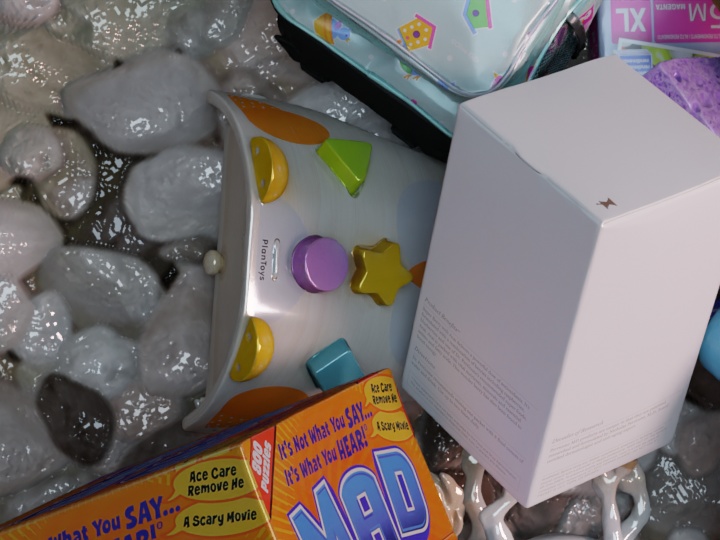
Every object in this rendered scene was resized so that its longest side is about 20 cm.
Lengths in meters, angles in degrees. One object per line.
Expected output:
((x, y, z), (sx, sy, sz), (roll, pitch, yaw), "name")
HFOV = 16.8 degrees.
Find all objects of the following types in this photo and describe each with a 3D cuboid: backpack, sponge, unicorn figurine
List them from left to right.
((0.061, -0.185, 1.402), (0.175, 0.153, 0.201), (35, 79, 6), "backpack")
((0.128, 0.173, 1.438), (0.198, 0.074, 0.139), (7, 96, 9), "unicorn figurine")
((0.239, -0.035, 1.374), (0.030, 0.111, 0.201), (-41, 76, 26), "sponge")

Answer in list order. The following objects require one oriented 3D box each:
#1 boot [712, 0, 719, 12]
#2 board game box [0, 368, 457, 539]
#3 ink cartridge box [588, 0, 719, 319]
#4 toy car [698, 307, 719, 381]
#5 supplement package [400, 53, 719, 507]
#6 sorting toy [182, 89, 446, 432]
((0.301, -0.143, 1.371), (0.200, 0.074, 0.155), (48, 51, -1), "boot")
((-0.068, 0.194, 1.311), (0.199, 0.200, 0.201), (-22, 90, 24), "board game box")
((0.200, -0.071, 1.466), (0.118, 0.042, 0.202), (-1, 89, -5), "ink cartridge box")
((0.260, 0.141, 1.404), (0.184, 0.176, 0.201), (42, 111, 28), "toy car")
((0.117, 0.005, 1.347), (0.119, 0.201, 0.121), (-19, 47, -33), "supplement package")
((0.000, 0.000, 1.427), (0.179, 0.107, 0.202), (5, 87, -25), "sorting toy")
